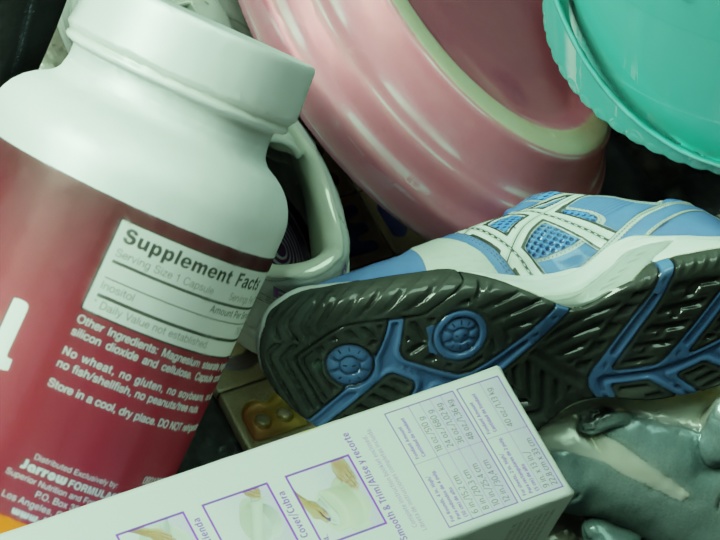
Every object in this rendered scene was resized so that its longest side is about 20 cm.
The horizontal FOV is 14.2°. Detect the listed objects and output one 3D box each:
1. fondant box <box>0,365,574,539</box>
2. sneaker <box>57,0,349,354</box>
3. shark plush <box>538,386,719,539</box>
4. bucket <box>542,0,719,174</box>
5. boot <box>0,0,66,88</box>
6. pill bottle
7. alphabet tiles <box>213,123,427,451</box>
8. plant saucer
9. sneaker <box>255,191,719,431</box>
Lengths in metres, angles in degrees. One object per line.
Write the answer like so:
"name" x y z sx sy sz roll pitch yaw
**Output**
"fondant box" -0.041 0.117 0.978 0.199 0.144 0.058 -18 64 -27
"sneaker" -0.054 -0.067 1.100 0.075 0.100 0.200 -28 79 -13
"shark plush" 0.094 0.086 1.091 0.199 0.091 0.084 -1 91 -26
"bucket" 0.161 -0.142 1.110 0.206 0.135 0.208 0 49 0
"boot" -0.183 -0.107 1.054 0.165 0.200 0.066 40 55 12
"pill bottle" -0.095 0.004 1.000 0.113 0.113 0.201 25 94 1
"alphabet tiles" 0.000 0.000 1.158 0.167 0.008 0.200 -18 64 -26
"plant saucer" 0.033 -0.096 1.148 0.200 0.051 0.201 37 33 -29
"sneaker" 0.055 0.016 1.071 0.199 0.076 0.077 -6 30 -16
